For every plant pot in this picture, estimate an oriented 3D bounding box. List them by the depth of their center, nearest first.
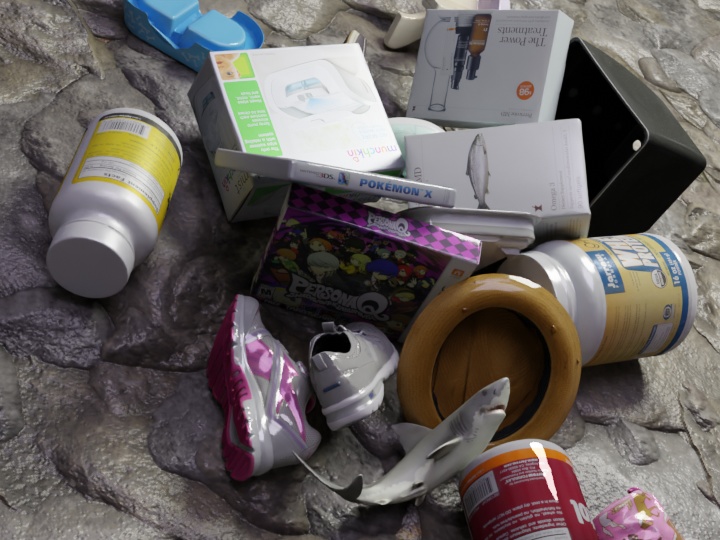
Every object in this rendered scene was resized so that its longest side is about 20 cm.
[{"bbox_3d":[0.324,-0.152,1.489,0.177,0.200,0.200,8,43,-37],"label":"plant pot"}]

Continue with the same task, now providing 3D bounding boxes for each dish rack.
[{"bbox_3d":[0.086,-0.021,1.249,0.171,0.200,0.044,3,74,-23],"label":"dish rack"}]

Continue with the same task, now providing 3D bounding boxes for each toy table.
[{"bbox_3d":[0.123,-0.390,1.654,0.117,0.184,0.200,18,14,-28],"label":"toy table"}]

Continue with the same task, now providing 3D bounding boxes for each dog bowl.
[{"bbox_3d":[-0.224,-0.320,1.497,0.200,0.050,0.112,31,42,7],"label":"dog bowl"}]

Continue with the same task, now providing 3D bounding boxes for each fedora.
[{"bbox_3d":[0.127,0.098,1.166,0.200,0.201,0.082,18,7,-7],"label":"fedora"}]

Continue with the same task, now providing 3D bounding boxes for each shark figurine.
[{"bbox_3d":[0.041,0.176,1.088,0.214,0.128,0.090,-23,45,-25],"label":"shark figurine"}]

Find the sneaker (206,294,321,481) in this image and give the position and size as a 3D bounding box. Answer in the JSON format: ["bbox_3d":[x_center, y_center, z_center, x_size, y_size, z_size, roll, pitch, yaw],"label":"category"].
[{"bbox_3d":[-0.092,0.112,1.101,0.088,0.081,0.200,6,51,-26],"label":"sneaker"}]

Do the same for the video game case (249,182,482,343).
[{"bbox_3d":[0.000,0.000,1.173,0.200,0.181,0.036,17,55,-9],"label":"video game case"}]

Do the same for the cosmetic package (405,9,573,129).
[{"bbox_3d":[0.165,-0.260,1.482,0.200,0.151,0.052,9,-1,35],"label":"cosmetic package"}]

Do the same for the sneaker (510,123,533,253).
[{"bbox_3d":[0.205,-0.085,1.391,0.087,0.075,0.200,-11,78,-36],"label":"sneaker"}]

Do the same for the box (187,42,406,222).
[{"bbox_3d":[-0.076,-0.161,1.330,0.200,0.097,0.177,-9,69,-29],"label":"box"}]

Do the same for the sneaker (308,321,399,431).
[{"bbox_3d":[-0.010,0.079,1.114,0.200,0.075,0.082,-85,149,-76],"label":"sneaker"}]

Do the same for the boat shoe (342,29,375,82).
[{"bbox_3d":[-0.012,-0.237,1.500,0.065,0.072,0.200,22,45,-11],"label":"boat shoe"}]

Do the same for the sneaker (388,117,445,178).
[{"bbox_3d":[0.093,-0.116,1.414,0.200,0.074,0.118,23,35,-5],"label":"sneaker"}]

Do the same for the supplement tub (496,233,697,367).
[{"bbox_3d":[0.263,0.035,1.289,0.200,0.145,0.145,-5,49,-30],"label":"supplement tub"}]

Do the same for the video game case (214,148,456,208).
[{"bbox_3d":[-0.030,-0.095,1.153,0.182,0.022,0.200,8,5,-28],"label":"video game case"}]

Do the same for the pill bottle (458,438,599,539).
[{"bbox_3d":[0.164,0.264,1.033,0.113,0.113,0.200,5,46,-21],"label":"pill bottle"}]

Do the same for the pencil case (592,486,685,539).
[{"bbox_3d":[0.296,0.302,1.079,0.086,0.083,0.200,-17,55,-36],"label":"pencil case"}]

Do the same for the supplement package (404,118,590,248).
[{"bbox_3d":[0.156,-0.092,1.310,0.200,0.117,0.117,-5,75,7],"label":"supplement package"}]

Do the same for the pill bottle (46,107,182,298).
[{"bbox_3d":[-0.256,-0.069,1.176,0.111,0.111,0.200,17,42,-8],"label":"pill bottle"}]
